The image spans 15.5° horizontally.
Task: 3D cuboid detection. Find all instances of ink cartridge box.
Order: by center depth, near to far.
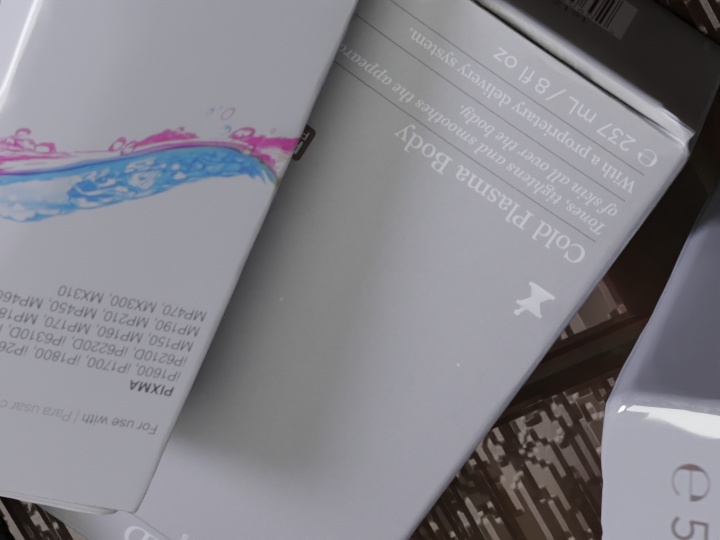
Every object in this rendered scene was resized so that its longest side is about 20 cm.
[{"bbox_3d":[-0.077,-0.063,0.657,0.085,0.148,0.201,14,110,-34],"label":"ink cartridge box"}]

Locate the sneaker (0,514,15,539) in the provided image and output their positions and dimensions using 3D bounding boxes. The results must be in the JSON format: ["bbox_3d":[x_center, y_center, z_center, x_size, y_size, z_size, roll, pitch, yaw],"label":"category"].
[{"bbox_3d":[-0.172,0.051,0.712,0.200,0.077,0.089,42,93,-14],"label":"sneaker"}]

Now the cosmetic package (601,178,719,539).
[{"bbox_3d":[0.169,0.083,0.640,0.199,0.166,0.168,5,112,16],"label":"cosmetic package"}]

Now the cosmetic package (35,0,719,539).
[{"bbox_3d":[0.000,0.000,0.712,0.107,0.090,0.200,33,115,1],"label":"cosmetic package"}]
